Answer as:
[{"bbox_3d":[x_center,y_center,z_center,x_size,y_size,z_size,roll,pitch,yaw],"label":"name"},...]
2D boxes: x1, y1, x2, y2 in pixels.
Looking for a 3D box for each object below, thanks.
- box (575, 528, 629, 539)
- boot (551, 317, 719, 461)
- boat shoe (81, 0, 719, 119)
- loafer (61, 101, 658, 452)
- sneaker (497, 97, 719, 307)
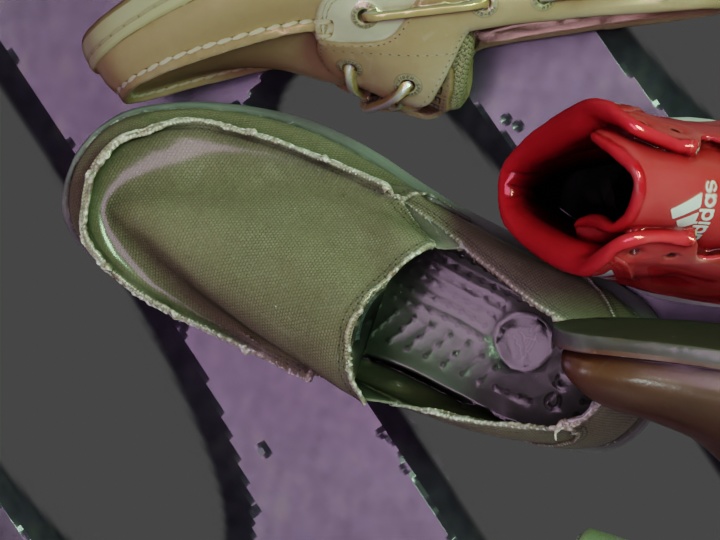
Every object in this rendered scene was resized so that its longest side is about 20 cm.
[{"bbox_3d":[0.143,0.177,0.799,0.200,0.036,0.145,17,95,6],"label":"box"},{"bbox_3d":[0.122,0.123,0.746,0.186,0.064,0.200,15,98,-1],"label":"boot"},{"bbox_3d":[0.014,-0.079,0.788,0.200,0.071,0.065,-16,89,8],"label":"boat shoe"},{"bbox_3d":[0.000,0.000,0.794,0.200,0.070,0.075,19,95,7],"label":"loafer"},{"bbox_3d":[0.129,-0.009,0.720,0.200,0.115,0.079,0,91,33],"label":"sneaker"}]
